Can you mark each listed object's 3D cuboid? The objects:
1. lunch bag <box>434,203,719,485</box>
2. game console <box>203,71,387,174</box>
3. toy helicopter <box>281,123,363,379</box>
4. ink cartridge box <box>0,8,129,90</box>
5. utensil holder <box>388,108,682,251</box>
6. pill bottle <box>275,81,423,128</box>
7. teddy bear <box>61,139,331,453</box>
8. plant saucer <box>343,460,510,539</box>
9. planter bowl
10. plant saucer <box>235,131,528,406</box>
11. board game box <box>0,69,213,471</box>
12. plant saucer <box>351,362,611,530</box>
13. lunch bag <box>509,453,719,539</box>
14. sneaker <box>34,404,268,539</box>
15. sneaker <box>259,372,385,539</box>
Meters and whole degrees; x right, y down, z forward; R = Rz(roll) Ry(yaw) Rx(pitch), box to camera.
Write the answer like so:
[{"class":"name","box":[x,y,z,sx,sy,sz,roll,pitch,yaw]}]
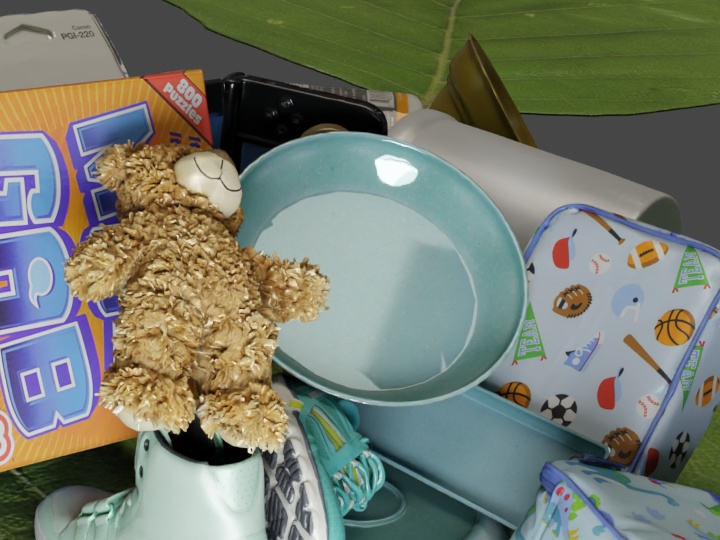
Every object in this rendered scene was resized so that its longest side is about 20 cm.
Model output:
[{"class":"lunch bag","box":[0.144,0.057,1.183,0.160,0.201,0.076,19,-20,36]},{"class":"game console","box":[-0.086,-0.020,1.280,0.171,0.201,0.119,14,24,14]},{"class":"toy helicopter","box":[0.000,0.000,1.254,0.131,0.201,0.079,-8,18,3]},{"class":"ink cartridge box","box":[-0.282,-0.101,1.429,0.145,0.200,0.085,-14,66,-43]},{"class":"utensil holder","box":[0.109,-0.007,1.364,0.199,0.171,0.170,21,24,26]},{"class":"pill bottle","box":[-0.049,-0.102,1.629,0.198,0.117,0.117,4,21,-4]},{"class":"teddy bear","box":[-0.085,0.007,0.975,0.144,0.067,0.201,20,44,-6]},{"class":"plant saucer","box":[-0.006,0.144,1.122,0.198,0.028,0.200,6,20,-2]},{"class":"planter bowl","box":[0.108,-0.099,1.651,0.083,0.201,0.201,-28,19,9]},{"class":"plant saucer","box":[0.004,0.004,1.168,0.198,0.036,0.201,8,55,-11]},{"class":"board game box","box":[-0.212,0.001,1.104,0.199,0.201,0.199,-11,5,-39]},{"class":"plant saucer","box":[0.057,0.102,1.143,0.199,0.019,0.070,24,70,38]},{"class":"lunch bag","box":[0.177,0.178,0.981,0.160,0.083,0.200,18,15,-27]},{"class":"sneaker","box":[-0.110,0.116,1.016,0.073,0.119,0.200,-13,18,-39]},{"class":"sneaker","box":[-0.023,0.110,1.070,0.079,0.078,0.200,13,19,-10]}]
